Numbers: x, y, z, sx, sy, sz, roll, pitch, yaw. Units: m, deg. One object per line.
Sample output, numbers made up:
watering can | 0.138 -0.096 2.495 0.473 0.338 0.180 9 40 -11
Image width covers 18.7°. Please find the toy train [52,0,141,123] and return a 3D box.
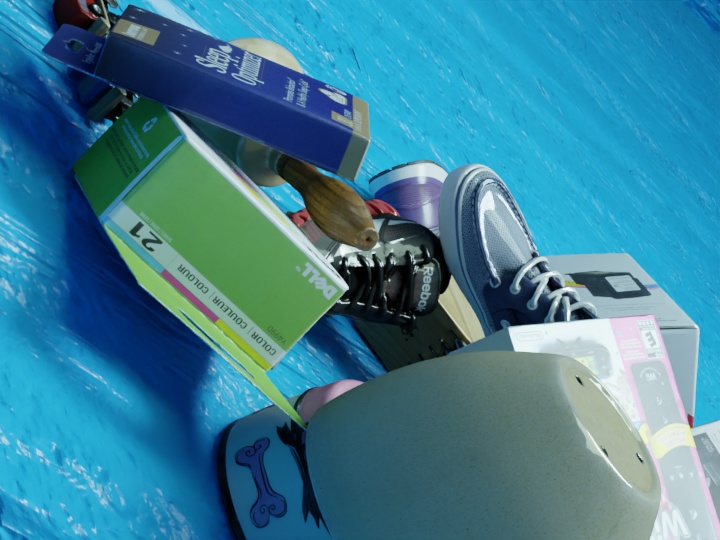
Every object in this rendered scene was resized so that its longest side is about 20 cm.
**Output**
toy train | -0.181 -0.169 1.450 0.046 0.034 0.201 32 28 -41

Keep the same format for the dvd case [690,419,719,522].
dvd case | 0.215 0.185 1.483 0.199 0.025 0.151 -10 60 -41

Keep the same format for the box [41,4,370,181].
box | -0.090 -0.115 1.326 0.199 0.033 0.121 21 14 -6

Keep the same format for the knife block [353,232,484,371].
knife block | 0.078 0.075 1.608 0.176 0.064 0.200 53 18 -6

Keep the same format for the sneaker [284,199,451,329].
sneaker | 0.000 0.000 1.467 0.097 0.071 0.200 23 17 25

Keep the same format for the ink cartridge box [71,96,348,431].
ink cartridge box | -0.076 -0.007 1.266 0.148 0.076 0.200 44 2 -27

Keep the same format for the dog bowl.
dog bowl | 0.008 0.152 1.280 0.200 0.074 0.201 46 19 -21

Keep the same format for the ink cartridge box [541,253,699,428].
ink cartridge box | 0.187 0.083 1.660 0.200 0.082 0.147 -118 -153 -73

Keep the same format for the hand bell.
hand bell | -0.040 -0.062 1.405 0.104 0.104 0.200 38 6 -40

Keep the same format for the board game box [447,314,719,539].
board game box | 0.146 0.134 1.354 0.147 0.064 0.202 -4 74 -43

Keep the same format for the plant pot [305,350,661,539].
plant pot | 0.085 0.122 1.193 0.200 0.134 0.201 47 20 -23

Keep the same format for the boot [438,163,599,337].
boot | 0.124 0.020 1.479 0.073 0.090 0.201 -34 111 -37

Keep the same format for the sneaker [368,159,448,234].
sneaker | 0.073 -0.025 1.795 0.200 0.075 0.088 12 59 -58
